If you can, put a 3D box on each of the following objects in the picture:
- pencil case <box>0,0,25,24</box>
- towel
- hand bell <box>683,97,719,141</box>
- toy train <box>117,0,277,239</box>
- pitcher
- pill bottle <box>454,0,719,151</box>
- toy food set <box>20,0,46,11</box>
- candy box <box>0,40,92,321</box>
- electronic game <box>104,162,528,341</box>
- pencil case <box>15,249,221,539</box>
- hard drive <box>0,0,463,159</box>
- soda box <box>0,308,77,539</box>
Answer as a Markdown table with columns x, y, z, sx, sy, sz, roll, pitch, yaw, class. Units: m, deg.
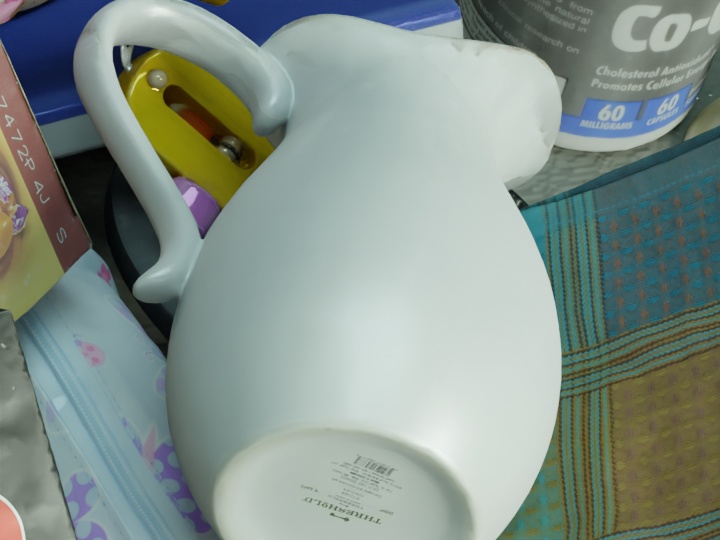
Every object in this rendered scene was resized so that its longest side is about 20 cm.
| x | y | z | sx | sy | sz | roll | pitch | yaw | class |
| --- | --- | --- | --- | --- | --- | --- | --- | --- | --- |
| -0.193 | -0.142 | 0.883 | 0.200 | 0.087 | 0.083 | 16 | 71 | 27 | pencil case |
| 0.094 | 0.040 | 0.844 | 0.147 | 0.022 | 0.200 | -21 | 45 | 23 | towel |
| 0.206 | -0.101 | 1.019 | 0.104 | 0.200 | 0.104 | 8 | 49 | -9 | hand bell |
| -0.035 | -0.088 | 0.934 | 0.150 | 0.056 | 0.200 | -28 | 97 | -27 | toy train |
| -0.019 | -0.003 | 0.818 | 0.172 | 0.121 | 0.200 | 17 | 43 | -9 | pitcher |
| 0.110 | -0.153 | 1.037 | 0.114 | 0.200 | 0.114 | 7 | 50 | -8 | pill bottle |
| -0.176 | -0.195 | 1.021 | 0.198 | 0.049 | 0.200 | 6 | 70 | -52 | toy food set |
| -0.195 | -0.048 | 0.868 | 0.200 | 0.117 | 0.056 | 5 | 38 | 38 | candy box |
| 0.000 | 0.000 | 0.967 | 0.200 | 0.042 | 0.200 | 17 | 34 | -12 | electronic game |
| -0.078 | 0.078 | 0.862 | 0.083 | 0.091 | 0.200 | -39 | 56 | 1 | pencil case |
| -0.079 | -0.087 | 1.011 | 0.200 | 0.025 | 0.132 | -17 | 25 | -26 | hard drive |
| -0.117 | 0.116 | 0.776 | 0.071 | 0.063 | 0.200 | -18 | 95 | -26 | soda box |
